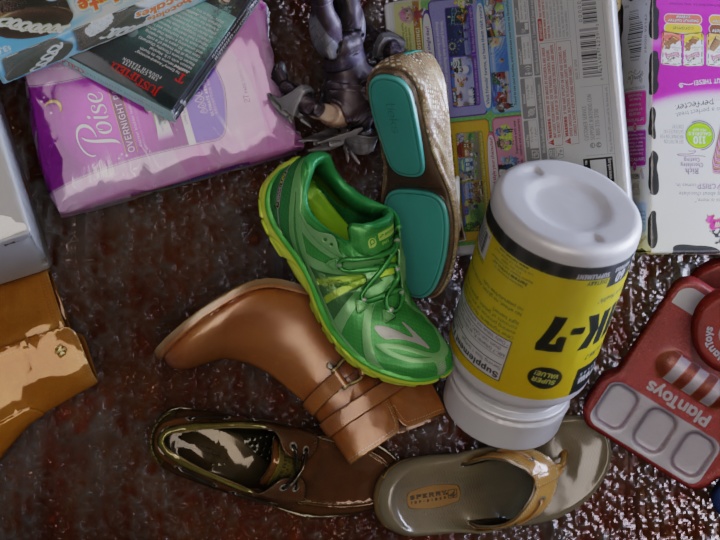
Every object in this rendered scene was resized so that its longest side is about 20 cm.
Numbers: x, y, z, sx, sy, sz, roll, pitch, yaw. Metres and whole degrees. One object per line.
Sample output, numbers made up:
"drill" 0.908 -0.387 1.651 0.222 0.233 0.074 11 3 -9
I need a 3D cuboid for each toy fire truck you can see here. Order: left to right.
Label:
"toy fire truck" 0.293 0.099 1.695 0.199 0.112 0.169 32 104 -5

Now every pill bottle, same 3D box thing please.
"pill bottle" 0.129 0.029 1.628 0.113 0.115 0.201 11 127 -5

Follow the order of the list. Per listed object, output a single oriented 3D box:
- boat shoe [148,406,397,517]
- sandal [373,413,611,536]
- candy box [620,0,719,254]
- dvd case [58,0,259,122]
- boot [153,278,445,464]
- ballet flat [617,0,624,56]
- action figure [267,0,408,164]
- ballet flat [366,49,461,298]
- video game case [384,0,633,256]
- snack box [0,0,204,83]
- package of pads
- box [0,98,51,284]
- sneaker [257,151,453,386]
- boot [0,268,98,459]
"boat shoe" -0.064 0.151 1.673 0.198 0.068 0.073 8 88 -7
"sandal" 0.108 0.164 1.687 0.198 0.054 0.081 -10 94 -20
"candy box" 0.272 -0.113 1.695 0.135 0.061 0.202 1 90 -18
"dvd case" -0.145 -0.222 1.634 0.145 0.022 0.201 27 69 14
"boot" -0.043 0.078 1.663 0.199 0.077 0.156 -22 84 -23
"ballet flat" 0.170 -0.142 1.703 0.067 0.046 0.202 16 89 -6
"action figure" -0.016 -0.173 1.633 0.130 0.069 0.201 -37 125 -45
"ballet flat" 0.050 -0.075 1.646 0.070 0.065 0.201 14 127 28
"video game case" 0.114 -0.115 1.678 0.181 0.022 0.202 -5 91 18
"snack box" -0.193 -0.228 1.607 0.199 0.037 0.117 -23 67 -7
"package of pads" -0.151 -0.123 1.658 0.198 0.076 0.121 -15 89 -5
"box" -0.309 -0.092 1.589 0.106 0.152 0.201 -17 81 -5
"sneaker" 0.000 0.000 1.611 0.074 0.084 0.200 -34 84 -42
"boot" -0.265 0.109 1.649 0.143 0.071 0.203 -16 86 1
